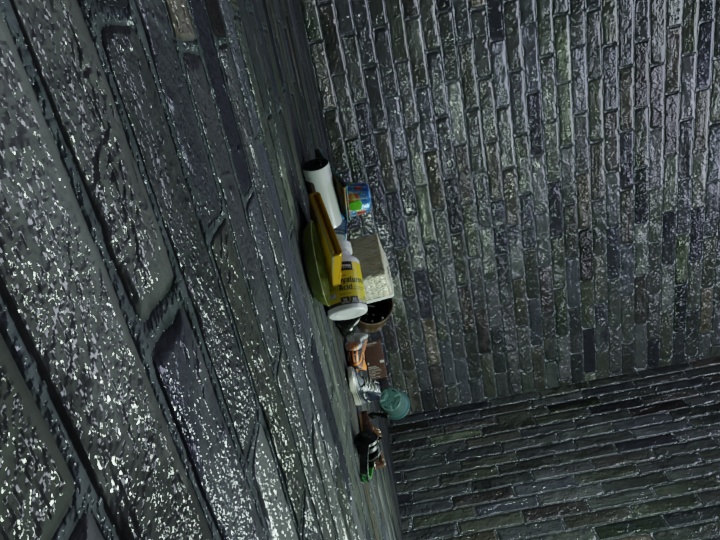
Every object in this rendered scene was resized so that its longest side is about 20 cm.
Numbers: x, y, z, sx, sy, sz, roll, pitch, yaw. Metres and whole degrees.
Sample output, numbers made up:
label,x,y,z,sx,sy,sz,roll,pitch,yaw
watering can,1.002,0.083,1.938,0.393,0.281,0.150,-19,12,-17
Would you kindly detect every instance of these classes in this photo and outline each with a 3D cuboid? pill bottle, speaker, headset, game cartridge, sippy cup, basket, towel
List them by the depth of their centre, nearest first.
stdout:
label,x,y,z,sx,sy,sz,roll,pitch,yaw
game cartridge,-0.086,-0.073,1.369,0.200,0.032,0.177,94,-24,-69
pill bottle,-0.050,0.025,1.496,0.111,0.110,0.202,73,5,-72
headset,0.036,0.502,1.578,0.124,0.093,0.201,77,14,-50
speaker,-0.110,-0.222,1.598,0.081,0.081,0.201,-99,177,-53
towel,-0.081,-0.255,1.642,0.200,0.022,0.147,56,-17,36
sippy cup,-0.036,-0.231,1.795,0.140,0.129,0.179,98,-19,-54
basket,0.000,0.000,1.978,0.161,0.198,0.199,66,12,-56

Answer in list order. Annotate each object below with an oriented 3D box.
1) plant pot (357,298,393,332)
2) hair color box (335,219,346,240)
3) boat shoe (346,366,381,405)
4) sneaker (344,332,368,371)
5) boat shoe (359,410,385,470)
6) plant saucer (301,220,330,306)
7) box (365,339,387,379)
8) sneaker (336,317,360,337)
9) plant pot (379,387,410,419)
label,x,y,z,sx,sy,sz,roll,pitch,yaw
plant pot,0.046,0.185,2.502,0.199,0.199,0.202,93,-12,-65
hair color box,-0.078,-0.105,1.811,0.200,0.060,0.101,-95,-170,-69
boat shoe,0.014,0.359,1.747,0.201,0.092,0.075,77,3,-53
sneaker,-0.014,0.283,1.874,0.200,0.077,0.113,-43,126,-75
boat shoe,0.038,0.548,1.787,0.071,0.070,0.201,75,3,-51
plant saucer,-0.105,-0.013,1.273,0.200,0.031,0.202,-12,90,-88
box,0.079,0.475,2.933,0.075,0.099,0.202,69,10,-79
sneaker,-0.034,0.177,1.739,0.200,0.075,0.088,-92,176,-78
plant pot,0.217,0.876,3.662,0.196,0.199,0.202,59,18,-62
